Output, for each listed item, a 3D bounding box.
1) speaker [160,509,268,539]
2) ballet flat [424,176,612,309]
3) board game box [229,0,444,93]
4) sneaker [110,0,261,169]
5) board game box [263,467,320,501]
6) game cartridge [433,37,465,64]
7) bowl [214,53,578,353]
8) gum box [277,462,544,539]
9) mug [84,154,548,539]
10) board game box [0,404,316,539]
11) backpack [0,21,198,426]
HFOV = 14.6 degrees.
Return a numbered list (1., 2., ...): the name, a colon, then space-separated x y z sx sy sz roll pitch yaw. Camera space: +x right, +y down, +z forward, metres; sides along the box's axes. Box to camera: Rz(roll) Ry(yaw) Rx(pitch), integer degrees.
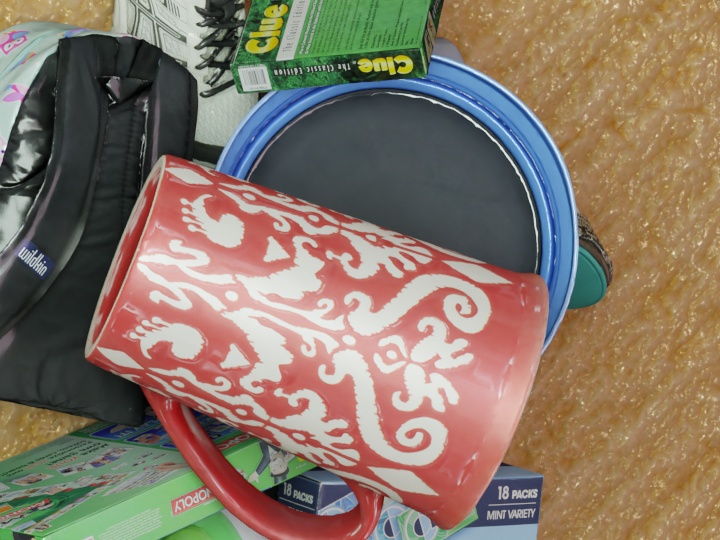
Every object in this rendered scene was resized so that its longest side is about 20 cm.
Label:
1. speaker: -0.060 0.201 1.508 0.088 0.200 0.089 -16 133 -18
2. ballet flat: 0.088 -0.029 1.604 0.200 0.068 0.076 17 61 -58
3. board game box: -0.002 -0.164 1.522 0.201 0.104 0.024 -76 159 -50
4. sneaker: -0.093 -0.142 1.527 0.076 0.087 0.201 -35 115 -31
5. board game box: -0.012 0.144 1.648 0.135 0.028 0.201 -20 105 -34
6. game cartridge: 0.019 -0.035 1.632 0.132 0.041 0.201 -6 89 -30
7. bowl: 0.015 -0.016 1.488 0.199 0.039 0.202 1 83 -5
8. gum box: 0.021 0.215 1.631 0.169 0.044 0.201 2 96 -38
9. mug: -0.032 0.049 1.377 0.199 0.133 0.178 22 92 -10
10. board game box: -0.127 0.111 1.480 0.199 0.134 0.029 -21 108 -40
11. backpack: -0.164 -0.030 1.461 0.166 0.126 0.201 14 85 -48
